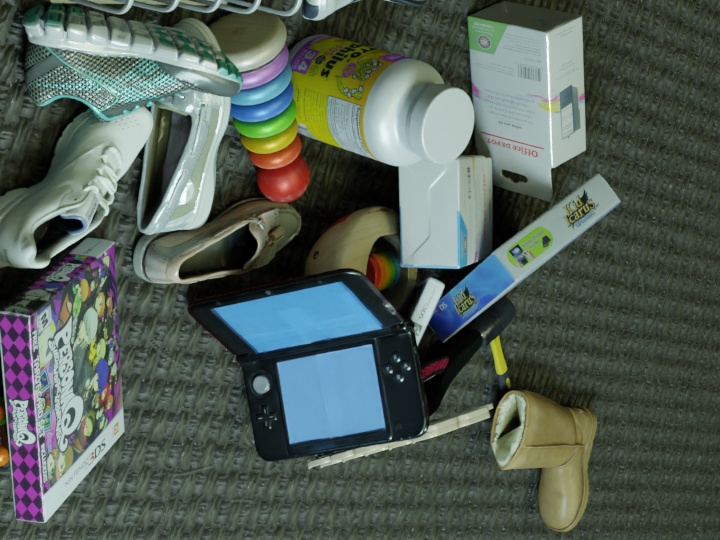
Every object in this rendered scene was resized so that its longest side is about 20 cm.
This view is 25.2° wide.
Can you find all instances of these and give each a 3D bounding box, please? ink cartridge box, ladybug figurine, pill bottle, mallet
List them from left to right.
[{"bbox_3d":[0.000,0.000,1.692,0.200,0.071,0.137,-4,97,-65],"label":"ladybug figurine"},{"bbox_3d":[0.015,-0.163,1.572,0.104,0.199,0.105,-20,120,-40],"label":"pill bottle"},{"bbox_3d":[0.095,-0.066,1.741,0.200,0.067,0.116,-15,105,-75],"label":"ink cartridge box"},{"bbox_3d":[0.165,0.123,1.969,0.066,0.041,0.201,-36,133,-32],"label":"mallet"},{"bbox_3d":[0.188,-0.190,1.801,0.067,0.117,0.202,-28,125,-38],"label":"ink cartridge box"}]

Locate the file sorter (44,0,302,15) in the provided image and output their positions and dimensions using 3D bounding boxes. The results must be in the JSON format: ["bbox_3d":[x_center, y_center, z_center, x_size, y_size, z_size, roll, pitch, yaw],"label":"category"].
[{"bbox_3d":[-0.156,-0.294,1.400,0.199,0.124,0.140,-8,111,-43],"label":"file sorter"}]

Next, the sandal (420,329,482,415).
[{"bbox_3d":[0.072,0.115,1.832,0.200,0.075,0.045,-48,125,-43],"label":"sandal"}]

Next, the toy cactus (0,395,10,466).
[{"bbox_3d":[-0.383,0.112,1.373,0.199,0.102,0.167,-12,96,-40],"label":"toy cactus"}]

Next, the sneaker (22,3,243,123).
[{"bbox_3d":[-0.204,-0.171,1.413,0.198,0.078,0.092,11,112,-16],"label":"sneaker"}]

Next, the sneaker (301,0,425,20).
[{"bbox_3d":[0.016,-0.284,1.512,0.199,0.128,0.080,-72,167,-68],"label":"sneaker"}]

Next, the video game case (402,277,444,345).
[{"bbox_3d":[0.037,0.098,1.738,0.200,0.023,0.183,125,-11,-86],"label":"video game case"}]

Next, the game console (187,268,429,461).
[{"bbox_3d":[-0.052,0.098,1.590,0.118,0.198,0.174,-1,80,-64],"label":"game console"}]

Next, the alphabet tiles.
[{"bbox_3d":[0.046,0.183,1.762,0.195,0.199,0.015,-13,84,-43],"label":"alphabet tiles"}]

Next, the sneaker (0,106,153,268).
[{"bbox_3d":[-0.247,-0.070,1.425,0.200,0.087,0.075,-52,133,-20],"label":"sneaker"}]

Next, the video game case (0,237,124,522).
[{"bbox_3d":[-0.266,0.095,1.448,0.181,0.035,0.202,-54,147,-64],"label":"video game case"}]

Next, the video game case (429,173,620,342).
[{"bbox_3d":[0.180,-0.013,1.828,0.181,0.200,0.046,-35,84,-31],"label":"video game case"}]

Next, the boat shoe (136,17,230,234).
[{"bbox_3d":[-0.170,-0.131,1.490,0.064,0.074,0.204,-15,123,-46],"label":"boat shoe"}]

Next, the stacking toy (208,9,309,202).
[{"bbox_3d":[-0.095,-0.149,1.565,0.085,0.085,0.201,-40,137,-28],"label":"stacking toy"}]

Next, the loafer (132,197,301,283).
[{"bbox_3d":[-0.128,-0.021,1.583,0.199,0.063,0.073,-18,119,-41],"label":"loafer"}]

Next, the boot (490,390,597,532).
[{"bbox_3d":[0.224,0.244,2.039,0.199,0.066,0.177,13,84,-57],"label":"boot"}]
